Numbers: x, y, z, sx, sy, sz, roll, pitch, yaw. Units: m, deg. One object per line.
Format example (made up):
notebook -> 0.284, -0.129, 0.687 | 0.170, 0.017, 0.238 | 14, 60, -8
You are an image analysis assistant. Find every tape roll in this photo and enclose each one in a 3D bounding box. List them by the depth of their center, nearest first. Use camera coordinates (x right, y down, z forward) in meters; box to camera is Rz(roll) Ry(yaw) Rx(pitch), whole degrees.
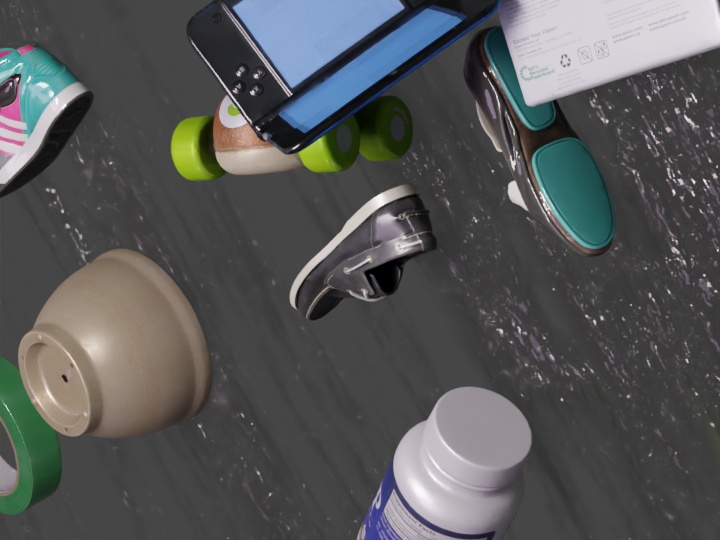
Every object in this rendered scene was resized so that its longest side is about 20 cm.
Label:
tape roll -> -0.444, 0.198, 2.225 | 0.200, 0.048, 0.201 | 25, 127, 37

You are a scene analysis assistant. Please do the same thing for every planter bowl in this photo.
planter bowl -> -0.273, 0.093, 1.912 | 0.200, 0.134, 0.201 | 25, 127, 37

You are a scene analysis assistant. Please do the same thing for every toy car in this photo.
toy car -> -0.065, -0.184, 1.532 | 0.164, 0.158, 0.201 | -2, 98, 35

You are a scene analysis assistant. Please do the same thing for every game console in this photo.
game console -> -0.018, -0.194, 1.401 | 0.171, 0.200, 0.118 | 53, 174, 11

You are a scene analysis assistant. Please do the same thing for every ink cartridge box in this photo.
ink cartridge box -> 0.170, -0.237, 1.314 | 0.196, 0.043, 0.201 | -13, 96, 49

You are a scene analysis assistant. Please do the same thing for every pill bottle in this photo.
pill bottle -> 0.077, 0.199, 1.602 | 0.120, 0.119, 0.201 | 43, 137, 22

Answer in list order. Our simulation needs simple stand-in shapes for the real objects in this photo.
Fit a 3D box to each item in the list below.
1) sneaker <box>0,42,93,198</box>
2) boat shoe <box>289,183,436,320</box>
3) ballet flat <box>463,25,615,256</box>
sneaker -> -0.367, -0.169, 1.903 | 0.121, 0.084, 0.200 | 51, 132, 6
boat shoe -> 0.000, 0.000, 1.610 | 0.068, 0.072, 0.200 | 59, 139, 11
ballet flat -> 0.137, -0.096, 1.421 | 0.201, 0.068, 0.068 | 67, 151, 10
